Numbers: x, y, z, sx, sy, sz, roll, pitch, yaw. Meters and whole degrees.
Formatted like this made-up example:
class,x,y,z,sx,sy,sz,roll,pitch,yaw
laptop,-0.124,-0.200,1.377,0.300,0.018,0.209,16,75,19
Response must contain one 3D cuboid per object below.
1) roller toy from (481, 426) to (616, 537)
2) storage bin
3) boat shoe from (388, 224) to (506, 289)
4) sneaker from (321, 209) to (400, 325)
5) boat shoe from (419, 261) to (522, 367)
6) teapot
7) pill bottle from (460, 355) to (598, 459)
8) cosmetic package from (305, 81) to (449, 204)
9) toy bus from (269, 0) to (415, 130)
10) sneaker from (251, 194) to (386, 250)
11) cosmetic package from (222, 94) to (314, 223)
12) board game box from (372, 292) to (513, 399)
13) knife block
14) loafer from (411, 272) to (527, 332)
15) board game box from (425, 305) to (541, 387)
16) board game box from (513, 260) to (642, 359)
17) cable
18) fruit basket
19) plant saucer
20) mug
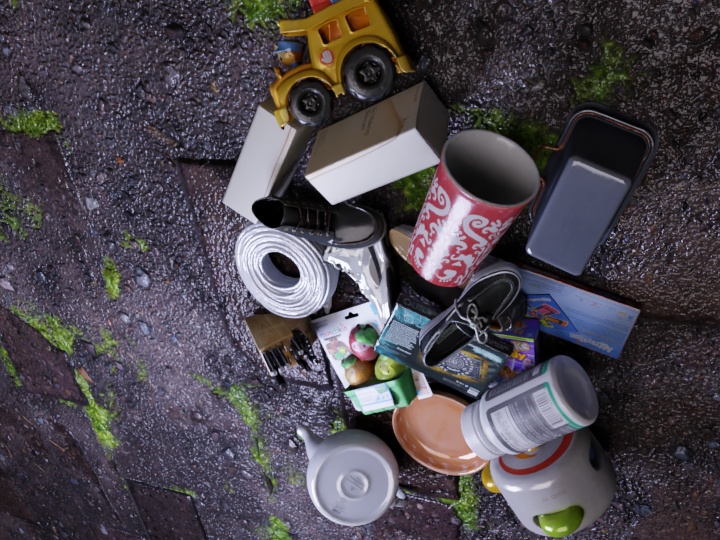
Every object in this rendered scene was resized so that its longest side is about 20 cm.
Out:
class,x,y,z,sx,sy,sz,roll,pitch,yaw
roller toy,0.315,0.330,1.208,0.140,0.182,0.200,55,161,-16
storage bin,0.289,-0.103,0.965,0.145,0.134,0.201,25,128,10
boat shoe,0.140,-0.027,1.139,0.199,0.069,0.071,29,152,18
sneaker,0.000,0.000,1.212,0.114,0.076,0.202,-4,110,17
boat shoe,0.161,0.070,1.065,0.199,0.068,0.074,-39,110,24
teapot,-0.014,0.404,1.459,0.196,0.146,0.202,-12,98,-3
pill bottle,0.262,0.222,1.143,0.113,0.113,0.200,48,128,-9
cosmetic package,0.024,-0.181,1.052,0.199,0.104,0.073,-19,133,35
toy bus,-0.049,-0.306,0.976,0.199,0.136,0.193,-23,105,5
sneaker,-0.065,-0.073,1.118,0.199,0.106,0.075,7,93,17
cosmetic package,-0.141,-0.184,1.155,0.073,0.104,0.200,33,131,3
board game box,0.131,0.126,1.179,0.199,0.028,0.136,25,136,1
knife block,-0.164,0.150,1.341,0.199,0.176,0.064,-5,118,30
loafer,0.162,0.043,1.157,0.199,0.072,0.073,15,126,32
board game box,0.199,0.132,1.212,0.199,0.045,0.135,6,133,24
board game box,0.322,0.061,1.130,0.199,0.019,0.103,21,128,14
cable,-0.133,-0.011,1.287,0.199,0.069,0.201,26,129,10
fruit basket,0.015,0.161,1.311,0.184,0.094,0.201,-19,108,35
plant saucer,0.158,0.301,1.365,0.199,0.037,0.201,14,127,19
mug,0.162,-0.082,1.009,0.134,0.177,0.200,55,148,23
